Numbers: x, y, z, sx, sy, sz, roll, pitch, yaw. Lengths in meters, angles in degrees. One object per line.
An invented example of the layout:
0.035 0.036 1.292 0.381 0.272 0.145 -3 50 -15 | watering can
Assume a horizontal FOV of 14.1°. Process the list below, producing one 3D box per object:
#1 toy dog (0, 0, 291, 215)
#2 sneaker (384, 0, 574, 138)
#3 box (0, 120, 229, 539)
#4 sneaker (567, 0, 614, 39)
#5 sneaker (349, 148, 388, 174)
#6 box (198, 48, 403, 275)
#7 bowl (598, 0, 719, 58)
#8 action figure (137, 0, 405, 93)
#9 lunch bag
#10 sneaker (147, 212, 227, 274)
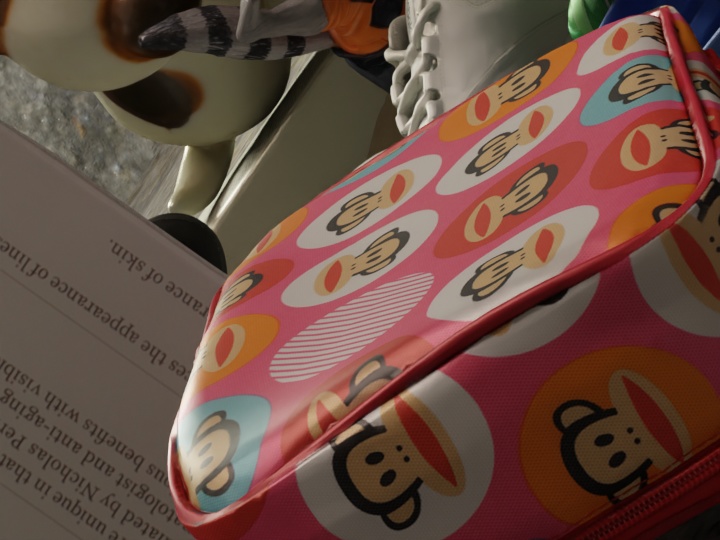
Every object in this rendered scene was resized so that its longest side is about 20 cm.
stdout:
-0.107 -0.128 1.318 0.200 0.139 0.195 5 -82 -72 | toy dog
0.042 -0.063 1.076 0.075 0.087 0.200 -45 15 49 | sneaker
-0.090 0.062 0.976 0.131 0.200 0.199 -56 8 -8 | box
0.104 -0.143 1.060 0.084 0.074 0.200 -47 12 33 | sneaker
0.000 0.000 1.195 0.081 0.076 0.200 -48 6 -30 | sneaker
-0.023 -0.031 1.381 0.200 0.078 0.095 -54 8 20 | box
0.128 -0.100 0.867 0.201 0.039 0.201 -55 8 11 | bowl
-0.004 -0.121 1.246 0.200 0.193 0.105 40 108 53 | action figure
0.046 0.005 0.711 0.176 0.082 0.200 -33 14 14 | lunch bag
-0.105 0.066 1.136 0.201 0.060 0.104 -62 5 -7 | sneaker
